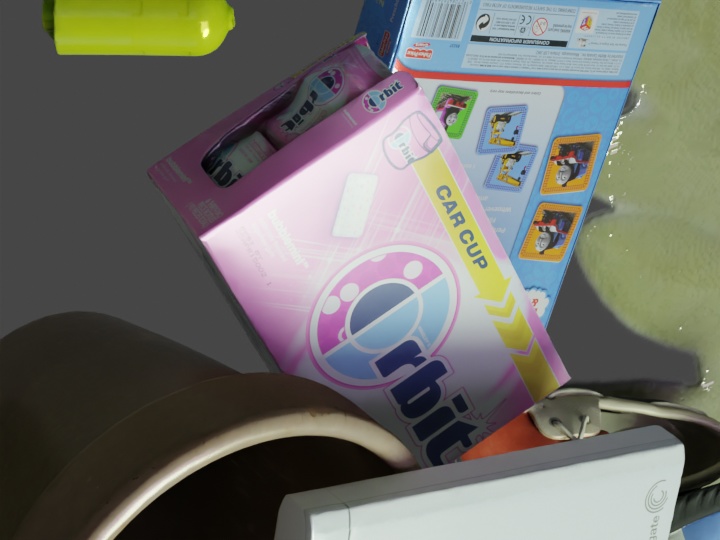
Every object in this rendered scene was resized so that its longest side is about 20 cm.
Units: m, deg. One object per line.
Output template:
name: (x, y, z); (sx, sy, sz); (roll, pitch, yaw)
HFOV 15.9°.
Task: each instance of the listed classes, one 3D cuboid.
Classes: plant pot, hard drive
plant pot: (-0.093, 0.104, 1.112); (0.200, 0.175, 0.200); (-20, 129, -26)
hard drive: (0.046, 0.142, 1.100); (0.200, 0.027, 0.132); (-8, 117, -36)

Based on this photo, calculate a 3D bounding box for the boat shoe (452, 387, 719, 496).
boat shoe: (0.112, 0.095, 1.331); (0.200, 0.063, 0.071); (5, 75, -44)

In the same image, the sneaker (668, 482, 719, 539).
sneaker: (0.162, 0.169, 1.371); (0.200, 0.077, 0.076); (-35, 161, 30)

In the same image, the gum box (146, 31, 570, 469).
gum box: (0.000, 0.000, 1.146); (0.113, 0.066, 0.200); (-34, 129, -6)

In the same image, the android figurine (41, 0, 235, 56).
android figurine: (-0.081, -0.164, 0.973); (0.200, 0.041, 0.182); (1, 124, -2)

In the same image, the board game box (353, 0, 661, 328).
board game box: (0.047, -0.046, 1.221); (0.151, 0.037, 0.200); (-1, 117, -37)
